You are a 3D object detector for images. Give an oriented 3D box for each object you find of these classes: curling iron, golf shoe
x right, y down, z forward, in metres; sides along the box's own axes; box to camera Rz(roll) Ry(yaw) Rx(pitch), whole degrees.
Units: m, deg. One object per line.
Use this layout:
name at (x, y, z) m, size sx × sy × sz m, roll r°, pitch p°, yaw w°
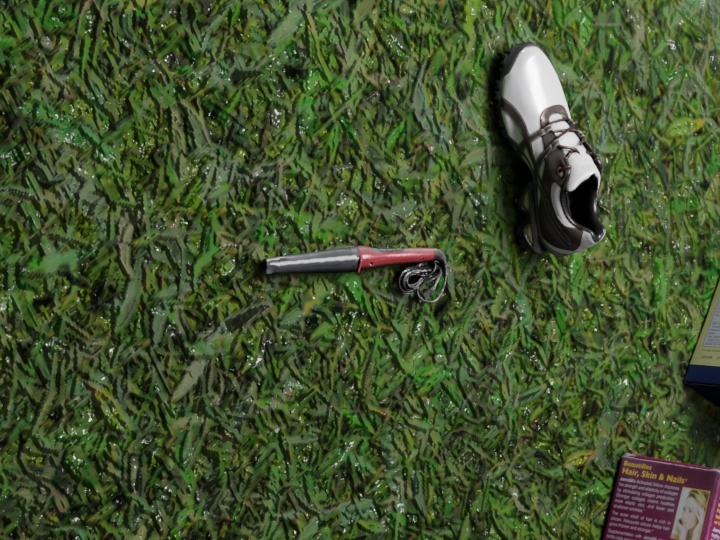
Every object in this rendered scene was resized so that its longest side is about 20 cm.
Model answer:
curling iron at (0.000, 0.000, 1.712) m, size 0.199 × 0.025 × 0.050 m, roll 5°, pitch 86°, yaw -39°
golf shoe at (0.184, -0.114, 1.815) m, size 0.077 × 0.094 × 0.202 m, roll -21°, pitch 103°, yaw -35°

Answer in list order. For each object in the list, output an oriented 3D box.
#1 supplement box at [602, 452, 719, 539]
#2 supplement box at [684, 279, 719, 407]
supplement box at (0.308, 0.292, 1.911) m, size 0.103 × 0.130 × 0.202 m, roll 22°, pitch 79°, yaw -39°
supplement box at (0.468, 0.069, 2.026) m, size 0.199 × 0.134 × 0.201 m, roll 33°, pitch 72°, yaw -35°
